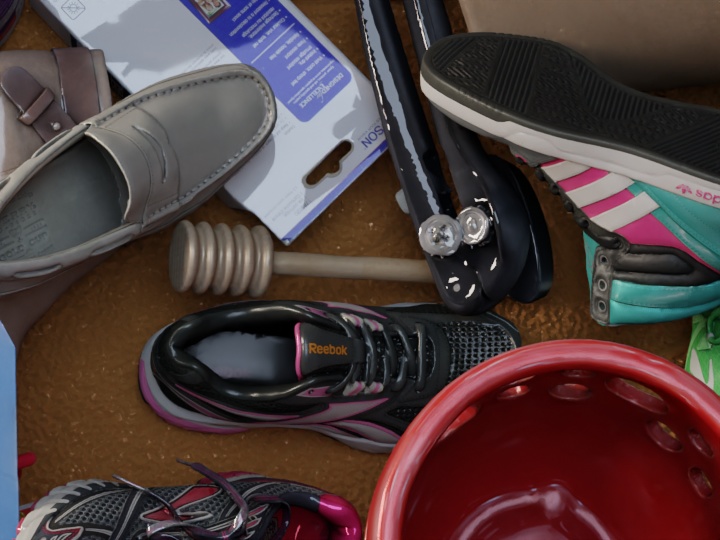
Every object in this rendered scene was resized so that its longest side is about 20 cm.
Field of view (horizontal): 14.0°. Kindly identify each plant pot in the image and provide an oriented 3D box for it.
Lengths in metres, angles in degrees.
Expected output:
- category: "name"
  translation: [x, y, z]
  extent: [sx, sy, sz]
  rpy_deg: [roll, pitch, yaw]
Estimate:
- category: "plant pot"
  translation: [0.097, 0.149, 1.435]
  extent: [0.199, 0.183, 0.202]
  rpy_deg: [1, 76, -4]
- category: "plant pot"
  translation: [0.134, -0.169, 1.522]
  extent: [0.173, 0.200, 0.202]
  rpy_deg: [-17, 78, 6]

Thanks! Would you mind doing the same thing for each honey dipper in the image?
- category: "honey dipper"
  translation: [0.000, 0.000, 1.519]
  extent: [0.199, 0.038, 0.038]
  rpy_deg: [5, 75, -20]

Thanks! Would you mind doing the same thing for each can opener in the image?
- category: "can opener"
  translation: [0.038, -0.071, 1.519]
  extent: [0.063, 0.079, 0.201]
  rpy_deg: [-25, 82, 15]

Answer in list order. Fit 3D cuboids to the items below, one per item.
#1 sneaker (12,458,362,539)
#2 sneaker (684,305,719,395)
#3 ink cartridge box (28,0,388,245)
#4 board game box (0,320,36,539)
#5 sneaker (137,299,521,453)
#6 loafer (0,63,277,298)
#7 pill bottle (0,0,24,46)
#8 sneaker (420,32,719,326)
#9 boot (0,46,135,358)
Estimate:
- category: "sneaker"
  translation: [-0.087, 0.134, 1.428]
  extent: [0.199, 0.074, 0.081]
  rpy_deg: [-13, 97, -44]
- category: "sneaker"
  translation: [0.197, 0.003, 1.523]
  extent: [0.074, 0.083, 0.201]
  rpy_deg: [-3, 64, 37]
- category: "ink cartridge box"
  translation: [-0.075, -0.110, 1.561]
  extent: [0.099, 0.039, 0.200]
  rpy_deg: [-42, 81, -12]
- category: "board game box"
  translation: [-0.205, 0.081, 1.451]
  extent: [0.039, 0.157, 0.202]
  rpy_deg: [-13, 110, -44]
- category: "sneaker"
  translation: [-0.014, 0.051, 1.501]
  extent: [0.198, 0.086, 0.081]
  rpy_deg: [-5, 78, -6]
- category: "loafer"
  translation: [-0.121, -0.045, 1.463]
  extent: [0.199, 0.070, 0.070]
  rpy_deg: [-34, 97, -22]
- category: "pill bottle"
  translation: [-0.227, -0.177, 1.482]
  extent: [0.110, 0.200, 0.112]
  rpy_deg: [1, 76, -4]
- category: "sneaker"
  translation: [0.117, -0.037, 1.467]
  extent: [0.199, 0.121, 0.084]
  rpy_deg: [23, 41, 17]
- category: "boot"
  translation: [-0.163, -0.013, 1.511]
  extent: [0.145, 0.070, 0.201]
  rpy_deg: [-22, 96, -16]
